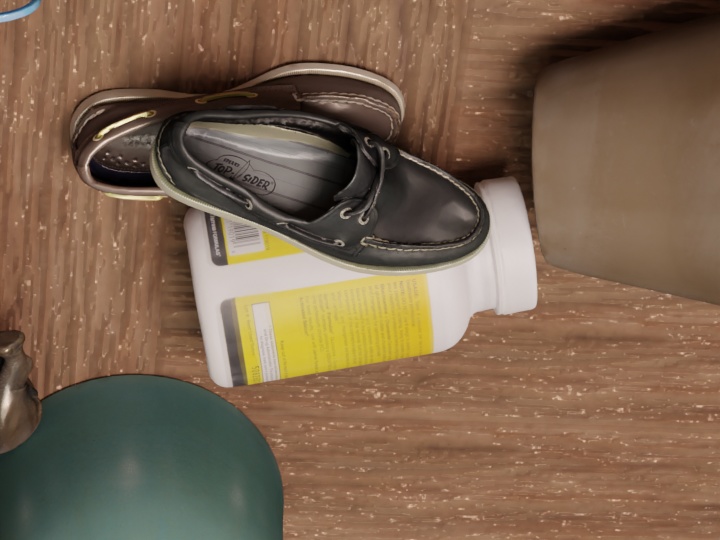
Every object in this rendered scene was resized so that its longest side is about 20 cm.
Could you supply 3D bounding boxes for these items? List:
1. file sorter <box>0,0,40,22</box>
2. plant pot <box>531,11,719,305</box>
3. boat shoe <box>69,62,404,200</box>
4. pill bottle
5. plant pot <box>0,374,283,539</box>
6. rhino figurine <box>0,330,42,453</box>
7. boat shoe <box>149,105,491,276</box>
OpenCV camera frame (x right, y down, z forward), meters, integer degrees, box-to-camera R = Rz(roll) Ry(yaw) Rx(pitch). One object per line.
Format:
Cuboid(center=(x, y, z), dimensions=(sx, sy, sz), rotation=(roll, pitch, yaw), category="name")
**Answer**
Cuboid(center=(-0.244, -0.236, 1.285), dimensions=(0.138, 0.123, 0.201), rotation=(-8, 118, -5), category="file sorter")
Cuboid(center=(0.191, -0.062, 1.416), dimensions=(0.173, 0.200, 0.201), rotation=(-2, 119, 11), category="plant pot")
Cuboid(center=(-0.070, -0.077, 1.429), dimensions=(0.199, 0.060, 0.072), rotation=(-4, 117, -6), category="boat shoe")
Cuboid(center=(0.000, 0.000, 1.450), dimensions=(0.199, 0.112, 0.112), rotation=(-9, 119, -3), category="pill bottle")
Cuboid(center=(-0.139, 0.190, 1.504), dimensions=(0.200, 0.161, 0.201), rotation=(-3, 118, -6), category="plant pot")
Cuboid(center=(-0.289, 0.090, 1.487), dimensions=(0.199, 0.060, 0.088), rotation=(-14, 124, 2), category="rhino figurine")
Cuboid(center=(-0.018, -0.051, 1.363), dimensions=(0.199, 0.066, 0.075), rotation=(20, 73, -5), category="boat shoe")
